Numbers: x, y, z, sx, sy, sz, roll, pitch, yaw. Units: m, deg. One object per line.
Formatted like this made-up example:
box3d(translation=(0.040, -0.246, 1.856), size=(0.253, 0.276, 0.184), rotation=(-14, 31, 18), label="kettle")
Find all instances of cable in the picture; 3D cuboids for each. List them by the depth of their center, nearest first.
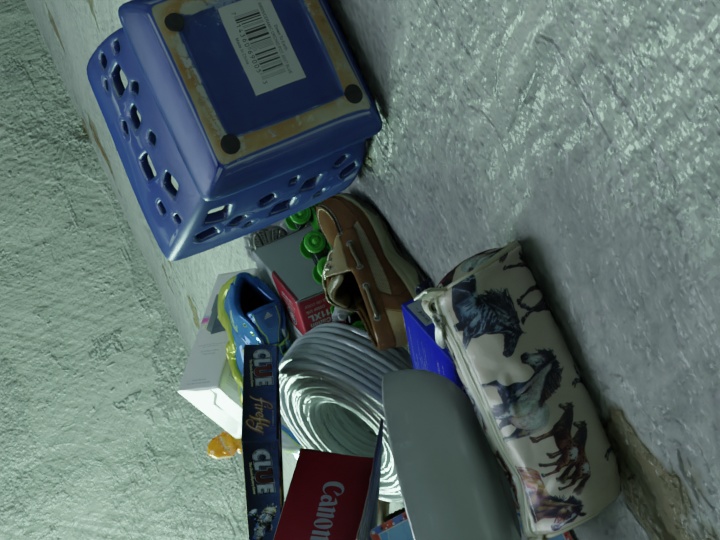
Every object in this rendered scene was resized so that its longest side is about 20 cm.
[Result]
box3d(translation=(0.005, 0.142, 1.218), size=(0.200, 0.069, 0.200), rotation=(44, 147, -2), label="cable")

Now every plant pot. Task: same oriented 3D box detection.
box3d(translation=(-0.103, -0.149, 1.056), size=(0.202, 0.198, 0.180), rotation=(65, 159, 5), label="plant pot")

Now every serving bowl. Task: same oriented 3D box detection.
box3d(translation=(0.076, 0.164, 0.912), size=(0.200, 0.065, 0.203), rotation=(-17, -90, -84), label="serving bowl")

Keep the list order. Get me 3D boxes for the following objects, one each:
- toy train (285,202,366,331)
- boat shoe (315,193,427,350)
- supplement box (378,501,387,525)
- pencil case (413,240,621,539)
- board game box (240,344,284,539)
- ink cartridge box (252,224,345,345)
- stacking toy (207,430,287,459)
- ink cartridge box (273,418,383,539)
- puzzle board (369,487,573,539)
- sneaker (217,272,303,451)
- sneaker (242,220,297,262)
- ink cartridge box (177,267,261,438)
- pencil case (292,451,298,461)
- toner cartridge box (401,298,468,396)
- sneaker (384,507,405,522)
box3d(translation=(-0.025, -0.016, 1.240), size=(0.202, 0.056, 0.042), rotation=(63, 164, 5), label="toy train")
box3d(translation=(0.000, 0.000, 1.139), size=(0.200, 0.073, 0.076), rotation=(51, 159, 47), label="boat shoe")
box3d(translation=(-0.005, 0.272, 1.480), size=(0.201, 0.072, 0.127), rotation=(86, -172, -52), label="supplement box")
box3d(translation=(0.109, 0.086, 0.849), size=(0.202, 0.089, 0.078), rotation=(66, 158, 0), label="pencil case")
box3d(translation=(-0.090, 0.191, 1.176), size=(0.136, 0.034, 0.202), rotation=(-97, 6, -55), label="board game box")
box3d(translation=(-0.035, 0.074, 1.364), size=(0.146, 0.082, 0.202), rotation=(43, 153, 57), label="ink cartridge box")
box3d(translation=(-0.096, 0.184, 1.521), size=(0.111, 0.198, 0.116), rotation=(69, 164, -13), label="stacking toy")
box3d(translation=(-0.031, 0.246, 1.085), size=(0.200, 0.083, 0.178), rotation=(-74, -12, -68), label="ink cartridge box")
box3d(translation=(0.114, 0.269, 1.001), size=(0.202, 0.149, 0.017), rotation=(64, -174, 12), label="puzzle board")
box3d(translation=(-0.103, 0.092, 1.320), size=(0.202, 0.075, 0.105), rotation=(64, 165, 15), label="sneaker")
box3d(translation=(-0.111, -0.107, 1.380), size=(0.100, 0.077, 0.202), rotation=(-101, 11, -46), label="sneaker")
box3d(translation=(-0.127, 0.080, 1.450), size=(0.067, 0.202, 0.117), rotation=(-9, 140, 35), label="ink cartridge box")
box3d(translation=(-0.036, 0.287, 1.686), size=(0.083, 0.090, 0.202), rotation=(32, 144, 65), label="pencil case")
box3d(translation=(0.088, 0.122, 1.073), size=(0.095, 0.043, 0.202), rotation=(51, 158, 50), label="toner cartridge box")
box3d(translation=(0.080, 0.329, 1.367), size=(0.200, 0.070, 0.114), rotation=(170, 81, -83), label="sneaker")
